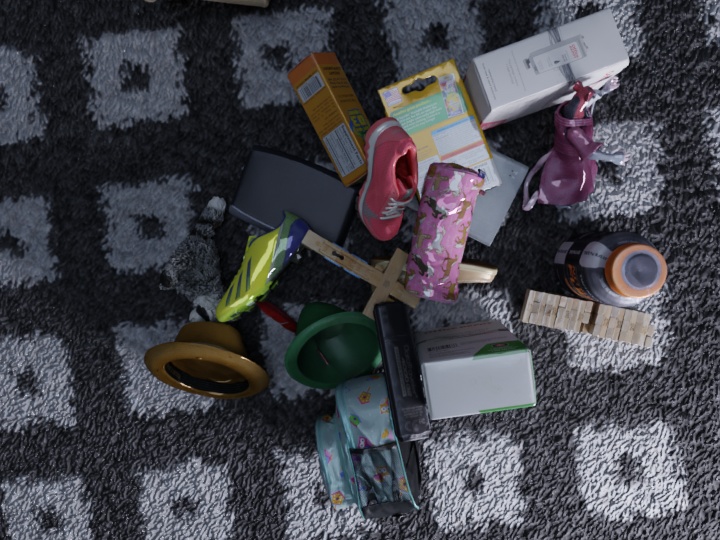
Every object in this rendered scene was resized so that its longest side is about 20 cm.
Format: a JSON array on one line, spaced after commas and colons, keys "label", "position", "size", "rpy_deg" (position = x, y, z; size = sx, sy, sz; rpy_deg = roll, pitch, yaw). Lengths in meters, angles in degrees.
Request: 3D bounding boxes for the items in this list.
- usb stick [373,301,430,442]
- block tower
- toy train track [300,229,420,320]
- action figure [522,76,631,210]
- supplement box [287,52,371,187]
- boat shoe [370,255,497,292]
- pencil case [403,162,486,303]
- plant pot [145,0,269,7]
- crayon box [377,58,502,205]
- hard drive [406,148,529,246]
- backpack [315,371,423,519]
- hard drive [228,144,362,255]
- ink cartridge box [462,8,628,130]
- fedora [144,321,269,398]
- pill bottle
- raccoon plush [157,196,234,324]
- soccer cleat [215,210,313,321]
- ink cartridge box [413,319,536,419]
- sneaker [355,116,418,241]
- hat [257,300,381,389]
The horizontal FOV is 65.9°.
[{"label": "usb stick", "position": [0.058, 0.140, 0.794], "size": [0.055, 0.033, 0.200], "rpy_deg": [-2, 71, -24]}, {"label": "block tower", "position": [0.355, 0.072, 0.884], "size": [0.200, 0.058, 0.054], "rpy_deg": [12, 94, 1]}, {"label": "toy train track", "position": [0.000, 0.000, 0.849], "size": [0.200, 0.033, 0.115], "rpy_deg": [31, 80, -9]}, {"label": "action figure", "position": [0.306, -0.195, 0.814], "size": [0.149, 0.200, 0.134], "rpy_deg": [-4, 54, 18]}, {"label": "supplement box", "position": [-0.033, -0.236, 0.871], "size": [0.069, 0.067, 0.200], "rpy_deg": [-24, 94, 38]}, {"label": "boat shoe", "position": [0.116, 0.012, 0.890], "size": [0.200, 0.071, 0.065], "rpy_deg": [2, 98, 13]}, {"label": "pencil case", "position": [0.119, -0.053, 0.798], "size": [0.086, 0.083, 0.200], "rpy_deg": [15, 102, 12]}, {"label": "plant pot", "position": [-0.217, -0.485, 0.830], "size": [0.183, 0.200, 0.201], "rpy_deg": [11, 94, -9]}, {"label": "crayon box", "position": [0.119, -0.200, 0.850], "size": [0.126, 0.052, 0.200], "rpy_deg": [-21, 93, 4]}, {"label": "hard drive", "position": [0.147, -0.145, 0.893], "size": [0.200, 0.033, 0.140], "rpy_deg": [26, 94, 2]}, {"label": "backpack", "position": [0.013, 0.259, 0.852], "size": [0.153, 0.176, 0.200], "rpy_deg": [-7, 80, 7]}, {"label": "hard drive", "position": [-0.106, -0.115, 0.904], "size": [0.200, 0.042, 0.135], "rpy_deg": [22, 94, 2]}, {"label": "ink cartridge box", "position": [0.262, -0.287, 0.822], "size": [0.200, 0.147, 0.083], "rpy_deg": [-19, 91, 3]}, {"label": "fedora", "position": [-0.236, 0.136, 0.882], "size": [0.200, 0.201, 0.082], "rpy_deg": [3, 56, 3]}, {"label": "pill bottle", "position": [0.361, -0.005, 0.806], "size": [0.106, 0.200, 0.106], "rpy_deg": [0, 93, 3]}, {"label": "raccoon plush", "position": [-0.230, -0.005, 0.895], "size": [0.134, 0.097, 0.200], "rpy_deg": [29, 94, -5]}, {"label": "soccer cleat", "position": [-0.157, -0.006, 0.855], "size": [0.084, 0.065, 0.200], "rpy_deg": [43, 86, 2]}, {"label": "ink cartridge box", "position": [0.160, 0.139, 0.826], "size": [0.146, 0.200, 0.083], "rpy_deg": [-9, 96, 4]}, {"label": "sneaker", "position": [0.044, -0.116, 0.815], "size": [0.074, 0.087, 0.200], "rpy_deg": [-18, 132, -22]}, {"label": "hat", "position": [-0.070, 0.074, 0.922], "size": [0.166, 0.176, 0.200], "rpy_deg": [-43, 132, 12]}]
